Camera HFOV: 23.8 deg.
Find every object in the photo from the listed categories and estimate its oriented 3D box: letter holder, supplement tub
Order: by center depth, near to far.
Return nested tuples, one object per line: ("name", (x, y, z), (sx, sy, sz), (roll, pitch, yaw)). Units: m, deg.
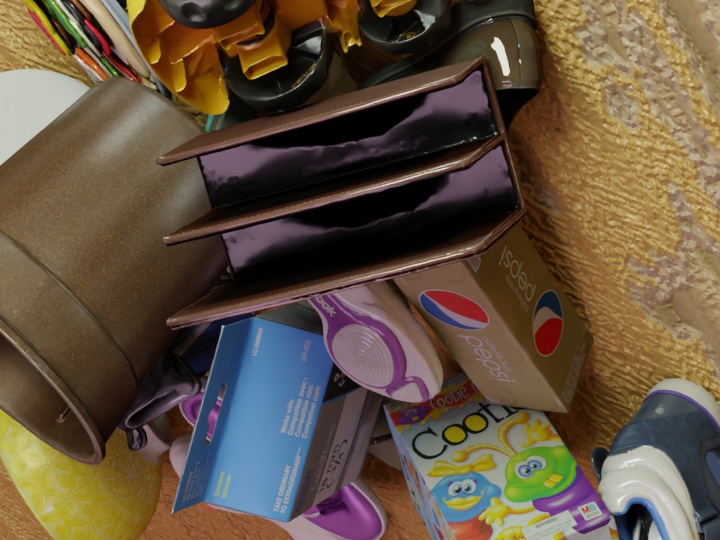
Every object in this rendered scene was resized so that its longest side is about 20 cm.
("letter holder", (-0.020, -0.044, 1.002), (0.198, 0.142, 0.102), (-13, 99, 19))
("supplement tub", (-0.261, -0.043, 1.339), (0.140, 0.141, 0.201), (30, 138, 9))

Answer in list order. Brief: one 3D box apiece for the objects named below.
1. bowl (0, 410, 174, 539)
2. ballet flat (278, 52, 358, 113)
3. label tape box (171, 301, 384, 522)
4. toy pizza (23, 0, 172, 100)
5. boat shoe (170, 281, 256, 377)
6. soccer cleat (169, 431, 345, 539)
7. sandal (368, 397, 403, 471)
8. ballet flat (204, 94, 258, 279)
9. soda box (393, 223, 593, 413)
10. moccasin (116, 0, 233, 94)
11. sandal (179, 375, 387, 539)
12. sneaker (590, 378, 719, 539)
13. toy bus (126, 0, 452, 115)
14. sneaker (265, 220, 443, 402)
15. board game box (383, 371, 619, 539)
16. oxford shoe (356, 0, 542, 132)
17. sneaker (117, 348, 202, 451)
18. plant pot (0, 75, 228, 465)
("bowl", (-0.227, 0.146, 1.488), (0.107, 0.200, 0.201), (-30, 111, 6))
("ballet flat", (-0.028, -0.100, 1.189), (0.069, 0.070, 0.201), (22, 138, 17))
("label tape box", (-0.045, 0.100, 1.234), (0.063, 0.200, 0.146), (21, 106, 19))
("toy pizza", (-0.204, -0.180, 1.187), (0.200, 0.032, 0.200), (46, 169, 12))
("boat shoe", (-0.150, 0.049, 1.386), (0.200, 0.072, 0.073), (-43, 66, 52))
("soccer cleat", (-0.070, 0.189, 1.472), (0.199, 0.070, 0.078), (32, 134, -3))
("sandal", (-0.025, 0.114, 1.372), (0.200, 0.057, 0.080), (25, 135, 17))
("ballet flat", (-0.091, -0.063, 1.263), (0.063, 0.068, 0.201), (24, 143, 0))
("soda box", (0.087, 0.019, 1.156), (0.067, 0.064, 0.200), (4, 148, 34))
("moccasin", (-0.137, -0.203, 1.133), (0.200, 0.068, 0.081), (51, 152, 11))
("sandal", (-0.071, 0.167, 1.397), (0.202, 0.050, 0.083), (35, 138, 4))
("sneaker", (0.234, 0.190, 1.187), (0.080, 0.147, 0.201), (-19, 114, 44))
("toy bus", (-0.044, -0.217, 1.027), (0.198, 0.194, 0.136), (-20, 151, 12))
("sneaker", (0.000, 0.000, 1.153), (0.075, 0.100, 0.201), (-20, 114, 44))
("board game box", (0.103, 0.169, 1.216), (0.200, 0.102, 0.106), (-121, 11, -55))
("oxford shoe", (0.046, -0.095, 1.102), (0.200, 0.072, 0.085), (-40, 57, 52))
("sneaker", (-0.161, 0.037, 1.290), (0.114, 0.075, 0.201), (37, 117, 29))
("plant pot", (-0.184, -0.010, 1.150), (0.200, 0.198, 0.201), (35, 158, 16))
